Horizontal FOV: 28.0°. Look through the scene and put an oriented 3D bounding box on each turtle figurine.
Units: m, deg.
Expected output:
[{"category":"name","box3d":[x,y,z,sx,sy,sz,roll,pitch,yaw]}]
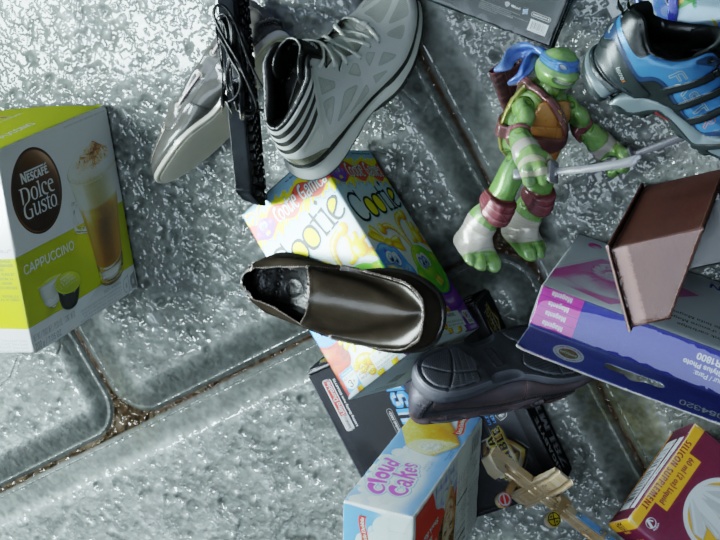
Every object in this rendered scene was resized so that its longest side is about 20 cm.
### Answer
[{"category":"turtle figurine","box3d":[0.173,-0.076,1.231,0.199,0.144,0.195,26,126,4]}]

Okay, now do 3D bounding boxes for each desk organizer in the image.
[{"category":"desk organizer","box3d":[0.262,-0.023,1.187,0.076,0.200,0.072,-12,103,22]}]

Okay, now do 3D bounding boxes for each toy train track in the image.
[{"category":"toy train track","box3d":[0.189,0.235,1.315,0.199,0.033,0.115,37,155,-1]}]

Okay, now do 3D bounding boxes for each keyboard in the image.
[{"category":"keyboard","box3d":[-0.094,-0.160,1.264,0.039,0.104,0.202,-7,87,12]}]

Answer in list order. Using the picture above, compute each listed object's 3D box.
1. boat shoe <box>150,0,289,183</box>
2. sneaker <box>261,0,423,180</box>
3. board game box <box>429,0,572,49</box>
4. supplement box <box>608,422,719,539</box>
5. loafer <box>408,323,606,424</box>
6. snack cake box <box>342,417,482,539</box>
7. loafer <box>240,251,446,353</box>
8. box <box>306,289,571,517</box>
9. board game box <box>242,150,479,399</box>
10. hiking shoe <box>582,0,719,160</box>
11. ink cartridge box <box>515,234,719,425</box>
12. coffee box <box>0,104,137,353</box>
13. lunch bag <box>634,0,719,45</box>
[{"category":"boat shoe","box3d":[-0.142,-0.170,1.377,0.200,0.067,0.057,-47,68,22]},{"category":"sneaker","box3d":[-0.015,-0.185,1.242,0.075,0.115,0.202,24,75,26]},{"category":"board game box","box3d":[0.098,-0.289,1.240,0.198,0.028,0.136,24,101,12]},{"category":"supplement box","box3d":[0.337,0.244,1.287,0.199,0.086,0.111,38,79,6]},{"category":"loafer","box3d":[0.130,0.097,1.311,0.063,0.198,0.072,107,146,-42]},{"category":"snack cake box","box3d":[0.049,0.218,1.299,0.066,0.200,0.116,10,112,19]},{"category":"loafer","box3d":[-0.021,0.031,1.234,0.198,0.071,0.074,9,98,30]},{"category":"box","box3d":[0.076,0.145,1.404,0.197,0.050,0.202,-23,98,25]},{"category":"board game box","box3d":[0.000,0.000,1.322,0.103,0.105,0.201,-39,74,27]},{"category":"hiking shoe","box3d":[0.277,-0.146,1.141,0.198,0.075,0.087,18,141,-9]},{"category":"ink cartridge box","box3d":[0.249,0.045,1.215,0.195,0.200,0.044,20,114,13]},{"category":"coffee box","box3d":[-0.367,-0.045,1.426,0.198,0.200,0.200,0,108,22]},{"category":"lunch bag","box3d":[0.297,-0.277,1.154,0.159,0.082,0.202,8,110,22]}]
